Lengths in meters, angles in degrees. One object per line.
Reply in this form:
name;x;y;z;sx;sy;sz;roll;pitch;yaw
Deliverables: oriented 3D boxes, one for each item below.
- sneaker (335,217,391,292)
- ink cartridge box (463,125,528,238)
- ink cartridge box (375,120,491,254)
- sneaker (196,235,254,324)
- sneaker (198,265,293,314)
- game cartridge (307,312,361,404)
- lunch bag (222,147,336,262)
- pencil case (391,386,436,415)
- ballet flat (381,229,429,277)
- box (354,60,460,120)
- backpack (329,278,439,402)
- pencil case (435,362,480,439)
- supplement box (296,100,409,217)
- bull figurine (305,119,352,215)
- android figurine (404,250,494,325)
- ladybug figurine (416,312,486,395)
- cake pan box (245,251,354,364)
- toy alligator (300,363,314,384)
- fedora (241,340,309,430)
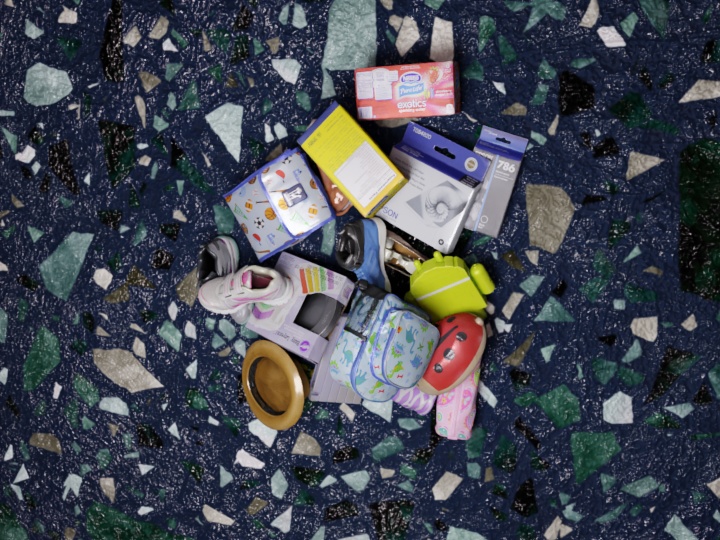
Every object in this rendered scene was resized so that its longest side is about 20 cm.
sneaker;-0.001;0.000;1.557;0.076;0.110;0.204;12;107;49
ink cartridge box;0.256;-0.176;1.541;0.098;0.039;0.204;18;105;12
ink cartridge box;0.135;-0.166;1.552;0.198;0.040;0.203;29;110;21
sneaker;-0.308;0.033;1.688;0.077;0.140;0.204;-15;96;25
sneaker;-0.241;0.030;1.592;0.196;0.089;0.083;-10;62;2
game cartridge;-0.031;0.189;1.669;0.128;0.038;0.204;7;108;-30
lunch bag;-0.162;-0.138;1.609;0.198;0.124;0.172;-26;96;30
pencil case;0.067;0.231;1.628;0.198;0.085;0.085;30;64;-9
ballet flat;0.080;-0.031;1.606;0.197;0.067;0.069;26;106;9
box;0.094;-0.350;1.518;0.196;0.095;0.102;-1;102;16
backpack;0.043;0.150;1.486;0.146;0.182;0.203;24;86;43
pencil case;0.205;0.250;1.624;0.086;0.087;0.204;10;105;13
supplement box;-0.012;-0.213;1.509;0.109;0.109;0.201;-42;86;9
bull figurine;-0.044;-0.219;1.601;0.119;0.065;0.204;-12;98;17
android figurine;0.175;0.042;1.563;0.180;0.041;0.201;-24;125;21
ladybug figurine;0.167;0.160;1.545;0.201;0.071;0.137;-49;45;18
cake pan box;-0.124;0.076;1.621;0.198;0.052;0.187;22;83;35
toy alligator;-0.149;0.242;1.736;0.196;0.054;0.060;18;106;11
fedora;-0.172;0.240;1.670;0.198;0.081;0.205;8;103;42
